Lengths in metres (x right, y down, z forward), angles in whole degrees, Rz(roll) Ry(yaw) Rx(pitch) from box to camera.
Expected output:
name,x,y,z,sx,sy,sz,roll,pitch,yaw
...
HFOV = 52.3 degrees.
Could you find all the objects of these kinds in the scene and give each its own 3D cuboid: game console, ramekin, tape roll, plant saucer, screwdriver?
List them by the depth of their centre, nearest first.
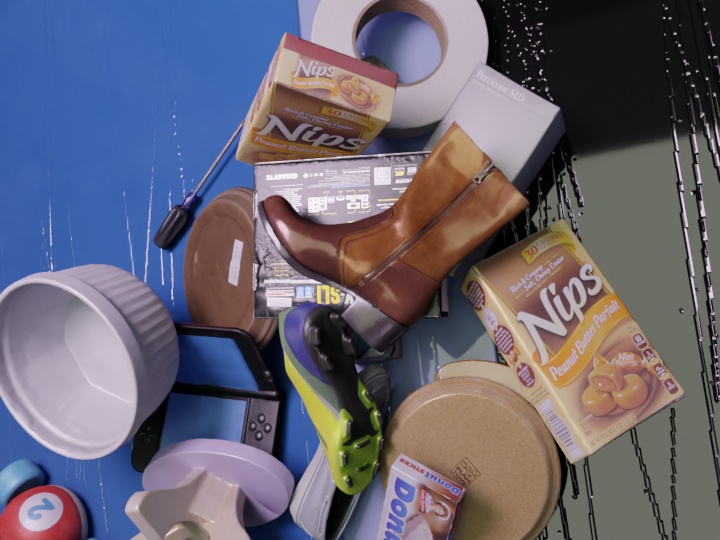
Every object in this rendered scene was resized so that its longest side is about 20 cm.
name,x,y,z,sx,sy,sz,roll,pitch,yaw
ramekin,-0.292,0.089,0.796,0.197,0.105,0.204,7,110,20
tape roll,0.042,-0.248,0.816,0.199,0.037,0.207,0,81,-3
game console,-0.200,0.157,0.849,0.197,0.119,0.176,2,77,22
plant saucer,-0.154,0.003,0.858,0.198,0.029,0.204,-1,88,46
screwdriver,-0.202,-0.110,0.941,0.028,0.029,0.201,40,94,21

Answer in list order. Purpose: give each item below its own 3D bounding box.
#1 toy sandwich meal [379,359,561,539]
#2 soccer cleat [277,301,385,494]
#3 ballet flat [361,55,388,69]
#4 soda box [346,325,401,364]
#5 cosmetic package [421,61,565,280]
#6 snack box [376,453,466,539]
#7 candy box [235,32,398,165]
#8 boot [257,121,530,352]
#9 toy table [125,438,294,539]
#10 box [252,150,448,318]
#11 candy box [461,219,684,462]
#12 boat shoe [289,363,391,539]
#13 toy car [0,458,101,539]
name,x,y,z,sx,sy,sz,roll,pitch,yaw
toy sandwich meal,0.112,0.192,0.755,0.201,0.070,0.209,1,93,16
soccer cleat,-0.031,0.124,0.725,0.083,0.064,0.203,5,115,49
ballet flat,-0.053,-0.193,0.878,0.198,0.068,0.076,-28,52,10
soda box,0.000,0.000,0.819,0.063,0.068,0.204,-9,78,20
cosmetic package,0.119,-0.101,0.778,0.106,0.090,0.202,33,99,19
snack box,0.051,0.276,0.731,0.071,0.024,0.203,24,125,24
candy box,-0.052,-0.154,0.751,0.114,0.200,0.056,15,74,-16
boot,0.025,-0.058,0.676,0.188,0.068,0.200,44,97,14
toy table,-0.175,0.273,0.798,0.198,0.118,0.185,-24,115,31
box,-0.012,-0.032,0.744,0.196,0.049,0.163,-2,88,15
candy box,0.200,0.065,0.708,0.114,0.055,0.202,-25,72,-17
boat shoe,-0.006,0.202,0.790,0.071,0.070,0.203,32,102,39
toy car,-0.443,0.351,0.876,0.183,0.200,0.178,37,96,21
